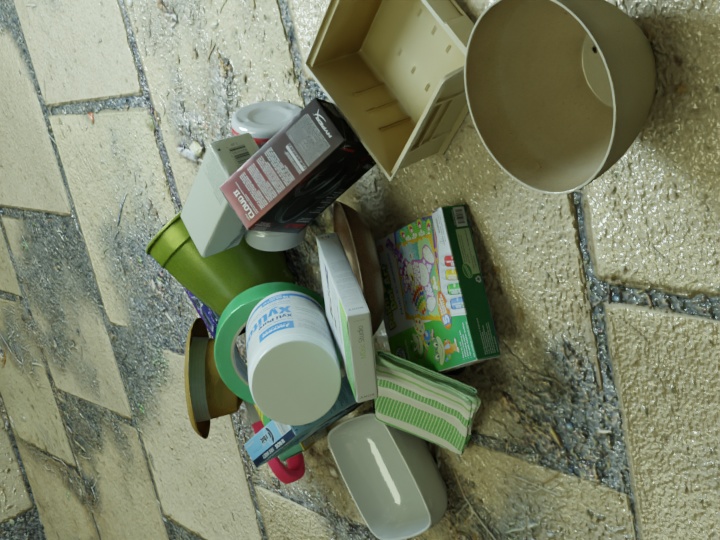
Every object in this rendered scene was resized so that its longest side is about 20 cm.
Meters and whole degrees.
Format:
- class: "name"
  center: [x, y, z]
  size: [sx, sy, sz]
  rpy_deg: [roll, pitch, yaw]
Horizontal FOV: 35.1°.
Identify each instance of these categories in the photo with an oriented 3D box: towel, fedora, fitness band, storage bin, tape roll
- class: "towel"
  center: [0.087, 0.186, 1.563]
  size: [0.151, 0.024, 0.201]
  rpy_deg: [22, 153, 12]
- class: "fedora"
  center: [-0.237, 0.177, 1.887]
  size: [0.201, 0.081, 0.203]
  rpy_deg: [-4, -90, -86]
- class: "fitness band"
  center: [-0.147, 0.267, 1.958]
  size: [0.144, 0.037, 0.202]
  rpy_deg: [41, -153, -70]
- class: "storage bin"
  center: [0.046, -0.258, 1.394]
  size: [0.201, 0.093, 0.199]
  rpy_deg: [55, 145, 18]
- class: "tape roll"
  center: [-0.127, 0.118, 1.770]
  size: [0.048, 0.198, 0.203]
  rpy_deg: [-98, 2, -65]

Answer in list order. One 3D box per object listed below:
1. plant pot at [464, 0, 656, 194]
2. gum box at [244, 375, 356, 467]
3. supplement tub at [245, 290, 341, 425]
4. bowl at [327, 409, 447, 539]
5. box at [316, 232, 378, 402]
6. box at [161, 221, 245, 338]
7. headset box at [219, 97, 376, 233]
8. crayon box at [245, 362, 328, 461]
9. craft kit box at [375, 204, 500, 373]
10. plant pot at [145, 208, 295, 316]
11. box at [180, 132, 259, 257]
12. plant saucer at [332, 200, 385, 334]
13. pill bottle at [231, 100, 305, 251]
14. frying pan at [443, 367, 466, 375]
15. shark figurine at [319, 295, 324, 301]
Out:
- class: "plant pot"
  center: [0.221, -0.193, 1.152]
  size: [0.200, 0.134, 0.202]
  rpy_deg: [32, 133, 41]
- class: "gum box"
  center: [-0.062, 0.215, 1.736]
  size: [0.045, 0.199, 0.170]
  rpy_deg: [58, 146, 9]
- class: "supplement tub"
  center: [-0.099, 0.121, 1.630]
  size: [0.200, 0.130, 0.134]
  rpy_deg: [-112, 11, -71]
- class: "bowl"
  center: [0.050, 0.306, 1.750]
  size: [0.200, 0.074, 0.201]
  rpy_deg: [-33, 82, 56]
- class: "box"
  center: [-0.019, 0.061, 1.551]
  size: [0.201, 0.036, 0.146]
  rpy_deg: [-111, 12, -54]
- class: "box"
  center: [-0.265, 0.013, 1.979]
  size: [0.201, 0.078, 0.141]
  rpy_deg: [57, 160, 15]
- class: "headset box"
  center: [-0.080, -0.128, 1.508]
  size: [0.200, 0.148, 0.078]
  rpy_deg: [-41, 74, 18]
- class: "crayon box"
  center: [-0.135, 0.205, 1.900]
  size: [0.051, 0.126, 0.202]
  rpy_deg: [-26, 87, 17]
- class: "craft kit box"
  center: [0.093, 0.036, 1.513]
  size: [0.197, 0.048, 0.203]
  rpy_deg: [-29, 72, 60]
- class: "plant pot"
  center: [-0.209, -0.017, 1.832]
  size: [0.194, 0.200, 0.200]
  rpy_deg: [51, 145, 2]
- class: "box"
  center: [-0.195, -0.106, 1.640]
  size: [0.083, 0.068, 0.200]
  rpy_deg: [60, 149, 15]
- class: "plant saucer"
  center: [0.000, 0.000, 1.579]
  size: [0.200, 0.036, 0.203]
  rpy_deg: [168, 90, -81]
- class: "pill bottle"
  center: [-0.130, -0.139, 1.696]
  size: [0.113, 0.113, 0.202]
  rpy_deg: [30, 133, 41]
- class: "frying pan"
  center: [0.113, 0.070, 1.563]
  size: [0.115, 0.031, 0.191]
  rpy_deg: [44, 144, 29]
- class: "shark figurine"
  center: [-0.110, 0.123, 1.853]
  size: [0.128, 0.089, 0.217]
  rpy_deg: [32, 132, 42]
